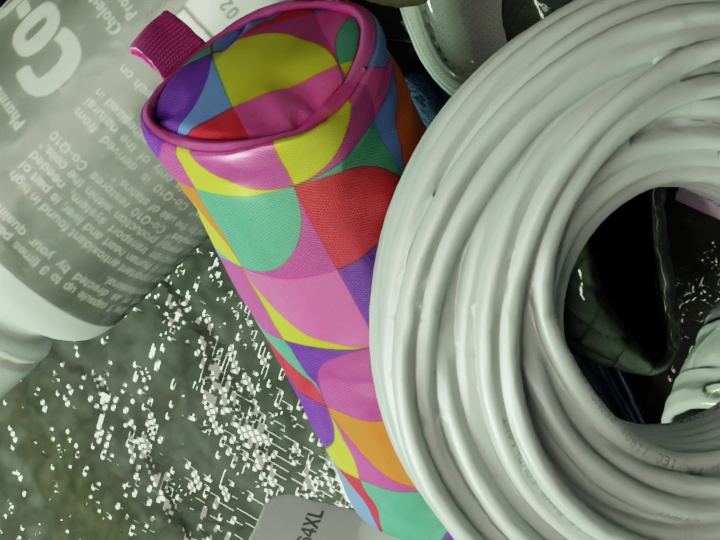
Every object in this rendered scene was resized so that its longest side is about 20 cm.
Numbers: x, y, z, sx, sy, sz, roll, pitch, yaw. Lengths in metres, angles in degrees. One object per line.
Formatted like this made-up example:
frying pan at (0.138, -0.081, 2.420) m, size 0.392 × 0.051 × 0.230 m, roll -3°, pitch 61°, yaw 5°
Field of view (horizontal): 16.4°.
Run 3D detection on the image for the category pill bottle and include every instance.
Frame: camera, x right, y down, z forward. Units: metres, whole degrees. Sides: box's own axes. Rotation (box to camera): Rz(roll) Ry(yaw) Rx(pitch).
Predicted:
pill bottle at (-0.100, -0.047, 0.911) m, size 0.200 × 0.114 × 0.114 m, roll -42°, pitch 81°, yaw 12°

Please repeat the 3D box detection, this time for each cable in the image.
cable at (0.097, 0.010, 0.759) m, size 0.199 × 0.069 × 0.201 m, roll -2°, pitch 97°, yaw -15°

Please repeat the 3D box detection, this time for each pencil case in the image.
pencil case at (0.000, 0.000, 0.817) m, size 0.088 × 0.088 × 0.200 m, roll -2°, pitch 133°, yaw 29°

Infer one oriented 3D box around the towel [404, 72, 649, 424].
towel at (0.038, 0.030, 0.939) m, size 0.112 × 0.049 × 0.200 m, roll -27°, pitch 91°, yaw 33°

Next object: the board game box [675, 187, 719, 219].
board game box at (0.209, -0.069, 0.784) m, size 0.199 × 0.041 × 0.200 m, roll 25°, pitch 134°, yaw 21°

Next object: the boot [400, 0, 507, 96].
boot at (0.023, -0.145, 0.817) m, size 0.073 × 0.096 × 0.201 m, roll 0°, pitch 104°, yaw 26°

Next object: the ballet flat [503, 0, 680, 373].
ballet flat at (0.085, -0.057, 0.823) m, size 0.057 × 0.066 × 0.200 m, roll 29°, pitch 137°, yaw 40°

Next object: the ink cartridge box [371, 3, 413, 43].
ink cartridge box at (0.056, -0.176, 0.874) m, size 0.094 × 0.044 × 0.201 m, roll 10°, pitch 108°, yaw 25°

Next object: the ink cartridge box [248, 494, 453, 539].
ink cartridge box at (0.031, 0.177, 0.895) m, size 0.125 × 0.129 × 0.200 m, roll -27°, pitch 116°, yaw 33°

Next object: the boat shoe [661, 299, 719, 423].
boat shoe at (0.196, 0.065, 0.836) m, size 0.200 × 0.065 × 0.074 m, roll 16°, pitch 146°, yaw 34°

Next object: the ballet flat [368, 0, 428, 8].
ballet flat at (-0.065, -0.127, 0.789) m, size 0.200 × 0.057 × 0.066 m, roll 24°, pitch 151°, yaw -9°
